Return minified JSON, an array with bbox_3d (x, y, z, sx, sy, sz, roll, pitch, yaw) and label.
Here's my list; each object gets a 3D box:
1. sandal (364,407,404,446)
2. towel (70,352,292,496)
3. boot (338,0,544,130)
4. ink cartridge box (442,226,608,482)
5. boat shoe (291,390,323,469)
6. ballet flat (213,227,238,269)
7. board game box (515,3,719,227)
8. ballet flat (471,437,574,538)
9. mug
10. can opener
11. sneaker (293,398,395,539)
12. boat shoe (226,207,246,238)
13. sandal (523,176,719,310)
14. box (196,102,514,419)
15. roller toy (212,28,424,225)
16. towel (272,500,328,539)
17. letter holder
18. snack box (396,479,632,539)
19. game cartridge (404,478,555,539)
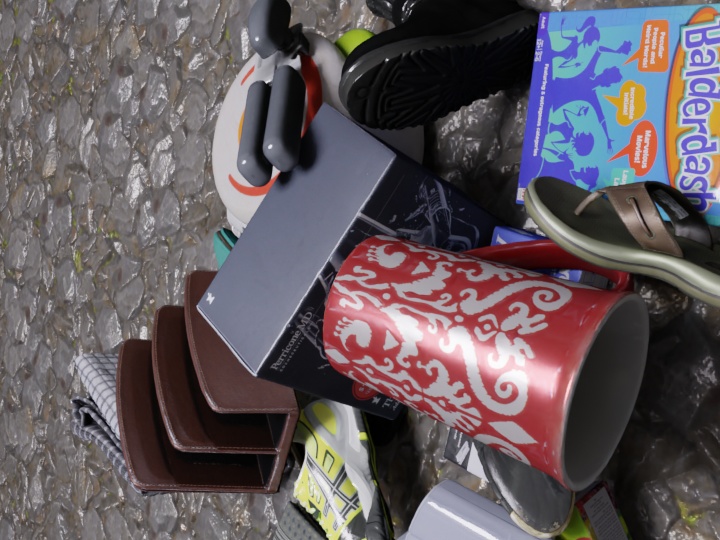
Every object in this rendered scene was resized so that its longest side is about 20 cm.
[{"bbox_3d":[-0.001,0.065,0.993,0.075,0.048,0.204,-10,81,47],"label":"sandal"},{"bbox_3d":[-0.186,0.160,1.078,0.165,0.198,0.087,35,114,43],"label":"towel"},{"bbox_3d":[0.040,-0.203,0.862,0.158,0.209,0.080,51,144,30],"label":"boot"},{"bbox_3d":[0.133,0.074,0.849,0.093,0.044,0.203,20,102,44],"label":"ink cartridge box"},{"bbox_3d":[-0.068,0.128,1.033,0.200,0.062,0.074,43,141,46],"label":"boat shoe"},{"bbox_3d":[-0.102,0.018,1.088,0.199,0.067,0.071,28,97,43],"label":"ballet flat"},{"bbox_3d":[0.213,-0.115,0.774,0.198,0.045,0.155,10,95,46],"label":"board game box"},{"bbox_3d":[0.109,0.116,0.788,0.057,0.065,0.201,82,170,-45],"label":"ballet flat"},{"bbox_3d":[0.094,0.049,0.745,0.198,0.177,0.136,18,111,32],"label":"mug"},{"bbox_3d":[-0.077,-0.150,0.856,0.052,0.066,0.202,-27,41,24],"label":"can opener"},{"bbox_3d":[-0.015,0.208,0.914,0.075,0.076,0.202,-15,58,2],"label":"sneaker"},{"bbox_3d":[-0.104,-0.060,1.086,0.065,0.073,0.201,-43,41,22],"label":"boat shoe"},{"bbox_3d":[0.205,-0.028,0.702,0.199,0.079,0.058,24,120,28],"label":"sandal"},{"bbox_3d":[0.000,0.000,0.864,0.104,0.181,0.201,41,101,43],"label":"box"},{"bbox_3d":[-0.038,-0.114,0.978,0.198,0.139,0.185,-4,74,44],"label":"roller toy"},{"bbox_3d":[-0.043,0.363,1.041,0.199,0.034,0.195,35,110,45],"label":"towel"},{"bbox_3d":[-0.149,0.096,0.962,0.201,0.140,0.102,-112,32,-51],"label":"letter holder"},{"bbox_3d":[0.129,0.255,0.812,0.199,0.053,0.144,-25,86,44],"label":"snack box"},{"bbox_3d":[0.085,0.267,0.795,0.132,0.041,0.203,24,120,38],"label":"game cartridge"}]
